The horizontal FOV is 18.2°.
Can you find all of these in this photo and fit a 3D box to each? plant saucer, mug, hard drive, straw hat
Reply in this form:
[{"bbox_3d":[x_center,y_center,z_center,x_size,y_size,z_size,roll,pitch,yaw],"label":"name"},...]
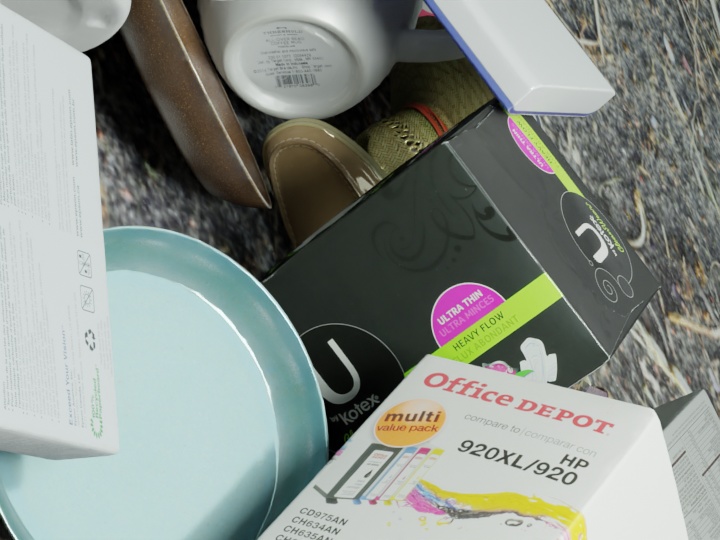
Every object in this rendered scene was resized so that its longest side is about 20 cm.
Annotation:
[{"bbox_3d":[-0.105,-0.120,1.262,0.200,0.032,0.201,-25,90,-87],"label":"plant saucer"},{"bbox_3d":[-0.005,-0.182,1.391,0.148,0.199,0.176,95,3,-49],"label":"mug"},{"bbox_3d":[0.058,-0.173,1.287,0.200,0.025,0.132,54,23,14],"label":"hard drive"},{"bbox_3d":[0.034,-0.056,1.449,0.085,0.201,0.202,-20,84,-22],"label":"straw hat"},{"bbox_3d":[-0.104,0.078,1.099,0.200,0.027,0.201,13,68,-34],"label":"plant saucer"}]

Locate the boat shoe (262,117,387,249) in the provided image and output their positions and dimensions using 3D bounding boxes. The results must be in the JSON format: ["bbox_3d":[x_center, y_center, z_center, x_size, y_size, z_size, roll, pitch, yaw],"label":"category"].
[{"bbox_3d":[0.000,0.000,1.370,0.200,0.071,0.065,58,26,-14],"label":"boat shoe"}]

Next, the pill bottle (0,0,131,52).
[{"bbox_3d":[-0.176,-0.221,1.167,0.114,0.114,0.201,26,55,-51],"label":"pill bottle"}]

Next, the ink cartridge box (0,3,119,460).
[{"bbox_3d":[-0.169,-0.024,0.974,0.200,0.040,0.200,32,50,-68],"label":"ink cartridge box"}]

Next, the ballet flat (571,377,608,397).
[{"bbox_3d":[0.113,0.065,1.503,0.200,0.069,0.071,39,59,-51],"label":"ballet flat"}]

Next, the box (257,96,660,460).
[{"bbox_3d":[0.038,0.023,1.253,0.149,0.200,0.124,52,28,-2],"label":"box"}]

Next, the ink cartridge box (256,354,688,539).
[{"bbox_3d":[0.050,0.166,1.107,0.200,0.147,0.145,-46,134,-35],"label":"ink cartridge box"}]

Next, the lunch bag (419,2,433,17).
[{"bbox_3d":[0.073,-0.162,1.596,0.177,0.082,0.200,66,13,5],"label":"lunch bag"}]

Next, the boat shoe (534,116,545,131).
[{"bbox_3d":[0.110,-0.045,1.493,0.071,0.070,0.200,49,-28,37],"label":"boat shoe"}]

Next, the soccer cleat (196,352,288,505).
[{"bbox_3d":[-0.053,0.125,1.187,0.200,0.070,0.086,56,42,-9],"label":"soccer cleat"}]

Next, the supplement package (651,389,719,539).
[{"bbox_3d":[0.177,0.209,1.417,0.200,0.152,0.151,63,27,-2],"label":"supplement package"}]
